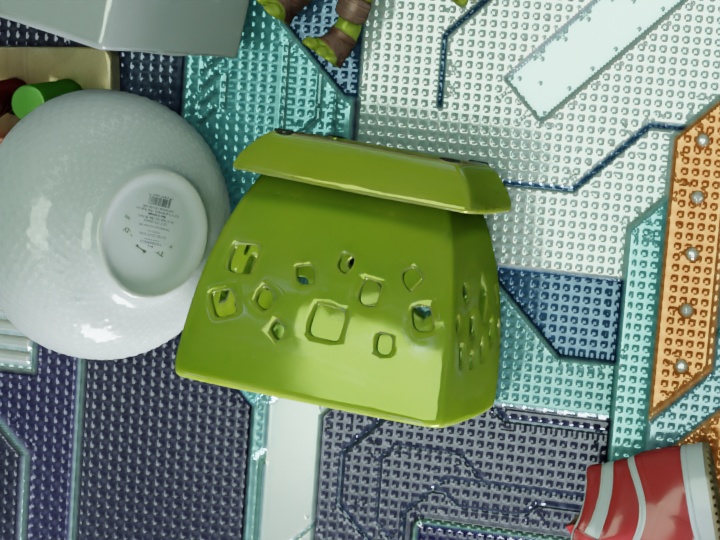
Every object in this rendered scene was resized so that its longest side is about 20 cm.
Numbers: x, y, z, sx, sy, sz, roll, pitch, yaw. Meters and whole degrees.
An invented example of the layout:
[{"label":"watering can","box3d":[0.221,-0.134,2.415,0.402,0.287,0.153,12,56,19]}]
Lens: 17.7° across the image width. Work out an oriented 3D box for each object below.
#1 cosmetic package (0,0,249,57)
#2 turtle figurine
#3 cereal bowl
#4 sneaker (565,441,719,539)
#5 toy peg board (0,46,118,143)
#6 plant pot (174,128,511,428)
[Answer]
[{"label":"cosmetic package","box3d":[-0.173,-0.267,1.629,0.165,0.165,0.200,21,103,30]},{"label":"turtle figurine","box3d":[-0.002,-0.238,1.660,0.200,0.064,0.161,41,100,-3]},{"label":"cereal bowl","box3d":[-0.172,-0.030,1.660,0.083,0.200,0.200,12,104,51]},{"label":"sneaker","box3d":[0.211,0.229,1.671,0.112,0.071,0.200,-7,88,11]},{"label":"toy peg board","box3d":[-0.290,-0.066,1.734,0.199,0.098,0.200,2,98,14]},{"label":"plant pot","box3d":[0.000,0.000,1.631,0.199,0.200,0.182,11,95,13]}]
